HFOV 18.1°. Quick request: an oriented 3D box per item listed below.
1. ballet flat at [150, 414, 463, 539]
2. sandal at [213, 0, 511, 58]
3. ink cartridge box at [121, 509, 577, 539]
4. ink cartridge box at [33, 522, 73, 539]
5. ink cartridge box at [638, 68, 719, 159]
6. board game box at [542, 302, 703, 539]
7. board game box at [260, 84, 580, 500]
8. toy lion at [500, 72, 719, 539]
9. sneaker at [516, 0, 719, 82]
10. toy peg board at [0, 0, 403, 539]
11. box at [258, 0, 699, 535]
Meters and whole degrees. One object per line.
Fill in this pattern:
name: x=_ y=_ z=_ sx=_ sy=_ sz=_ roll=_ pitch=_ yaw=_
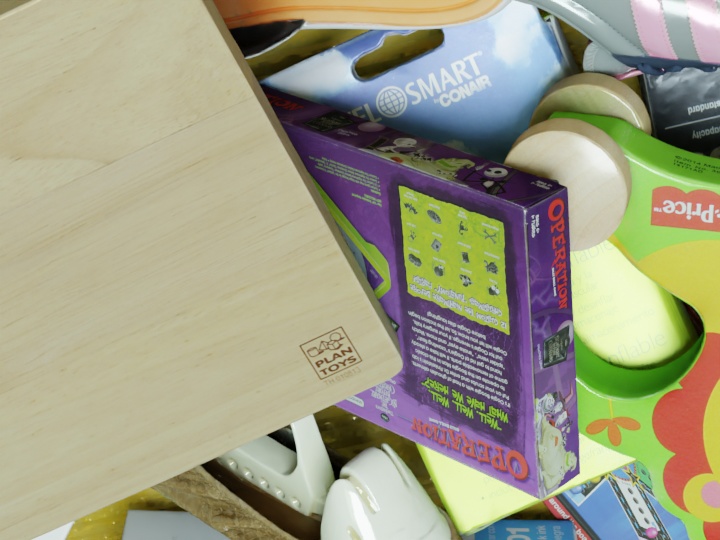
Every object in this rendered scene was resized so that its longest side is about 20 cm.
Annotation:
ballet flat: x=-0.018 y=0.089 z=0.912 sx=0.199 sy=0.068 sz=0.073 roll=32 pitch=136 yaw=31
sandal: x=-0.040 y=-0.118 z=0.843 sx=0.205 sy=0.059 sz=0.080 roll=2 pitch=111 yaw=32
ink cartridge box: x=-0.007 y=0.186 z=0.976 sx=0.198 sy=0.086 sz=0.148 roll=3 pitch=119 yaw=1
ink cartridge box: x=-0.200 y=0.043 z=0.931 sx=0.199 sy=0.086 sz=0.148 roll=27 pitch=108 yaw=-8
ink cartridge box: x=0.159 y=-0.091 z=0.905 sx=0.099 sy=0.039 sz=0.202 roll=-14 pitch=111 yaw=4
board game box: x=0.114 y=0.062 z=0.973 sx=0.103 sy=0.019 sz=0.200 roll=-38 pitch=106 yaw=11
board game box: x=0.000 y=0.000 z=0.868 sx=0.032 sy=0.199 sz=0.121 roll=-23 pitch=122 yaw=-39
toy lion: x=0.152 y=0.033 z=0.849 sx=0.198 sy=0.069 sz=0.193 roll=7 pitch=117 yaw=14
sneaker: x=0.126 y=-0.100 z=0.854 sx=0.199 sy=0.070 sz=0.082 roll=24 pitch=121 yaw=-3
toy peg board: x=-0.116 y=-0.022 z=0.826 sx=0.199 sy=0.098 sz=0.200 roll=-24 pitch=125 yaw=9
box: x=0.054 y=-0.009 z=0.912 sx=0.121 sy=0.048 sz=0.201 roll=-24 pitch=95 yaw=10
